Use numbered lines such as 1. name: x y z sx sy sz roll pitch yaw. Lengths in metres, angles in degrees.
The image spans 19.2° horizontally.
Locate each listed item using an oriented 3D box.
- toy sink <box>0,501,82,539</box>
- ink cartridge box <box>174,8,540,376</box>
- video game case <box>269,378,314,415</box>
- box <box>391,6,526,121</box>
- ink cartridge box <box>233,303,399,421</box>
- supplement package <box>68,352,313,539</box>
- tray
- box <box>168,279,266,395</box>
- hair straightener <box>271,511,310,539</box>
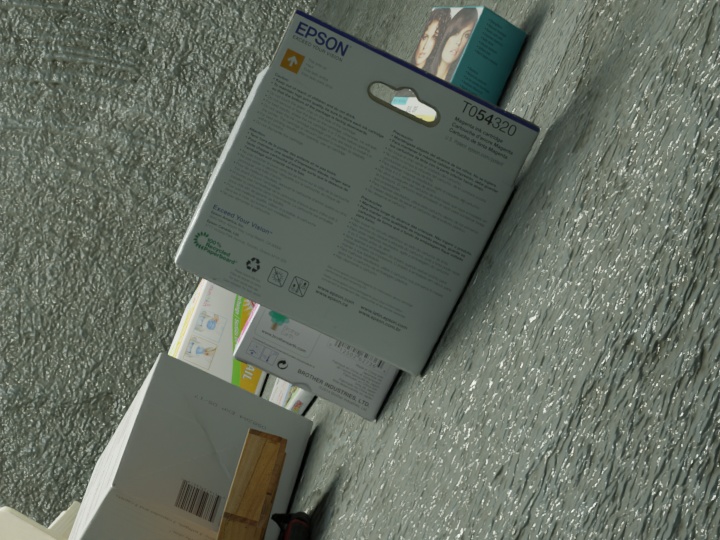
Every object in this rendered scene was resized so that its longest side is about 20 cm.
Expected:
1. toy sink: -0.293 0.324 2.166 0.131 0.199 0.112 -63 -3 15
2. ink cartridge box: -0.003 -0.055 1.495 0.201 0.195 0.043 -63 10 9
3. video game case: -0.048 0.085 2.002 0.200 0.018 0.144 -56 11 49
4. box: 0.058 -0.114 1.720 0.082 0.049 0.202 10 74 60
5. ink cartridge box: 0.000 0.000 1.585 0.201 0.118 0.042 -63 6 18
6. supplement package: -0.159 0.209 1.869 0.200 0.151 0.151 -56 13 48
7. tray: -0.100 0.233 1.693 0.099 0.037 0.201 -75 1 -50
8. box: -0.159 0.103 2.360 0.113 0.101 0.201 -56 12 48
9. hair straightener: -0.069 0.235 1.607 0.077 0.041 0.200 -63 8 13
